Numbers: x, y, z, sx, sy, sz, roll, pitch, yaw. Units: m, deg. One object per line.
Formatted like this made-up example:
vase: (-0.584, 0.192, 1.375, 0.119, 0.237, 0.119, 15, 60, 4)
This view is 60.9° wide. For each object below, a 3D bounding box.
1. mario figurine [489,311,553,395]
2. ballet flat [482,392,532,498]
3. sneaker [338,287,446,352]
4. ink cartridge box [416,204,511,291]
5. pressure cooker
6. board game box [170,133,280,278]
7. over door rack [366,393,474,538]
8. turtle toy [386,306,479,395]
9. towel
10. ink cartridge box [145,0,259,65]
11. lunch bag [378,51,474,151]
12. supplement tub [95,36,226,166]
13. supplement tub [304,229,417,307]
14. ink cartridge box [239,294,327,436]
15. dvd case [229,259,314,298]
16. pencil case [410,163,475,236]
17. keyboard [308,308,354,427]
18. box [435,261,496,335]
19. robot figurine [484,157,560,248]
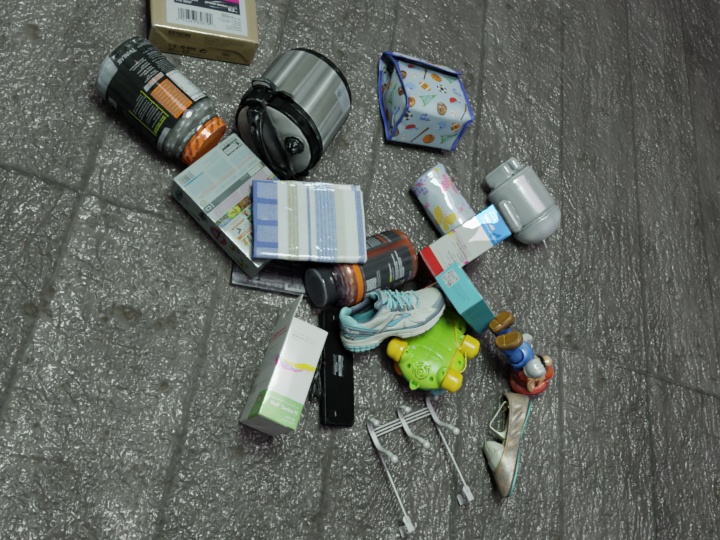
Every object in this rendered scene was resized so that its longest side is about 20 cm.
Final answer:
mario figurine: (0.323, 0.159, 1.169, 0.201, 0.105, 0.125, 51, 53, -38)
ballet flat: (0.267, 0.320, 1.146, 0.066, 0.068, 0.202, 21, 56, 4)
sneaker: (0.054, 0.070, 1.045, 0.197, 0.087, 0.078, -23, 39, -6)
ink cartridge box: (0.172, -0.036, 1.143, 0.198, 0.116, 0.068, -33, 87, 1)
pressure cooker: (-0.126, -0.274, 1.093, 0.175, 0.178, 0.202, 36, 59, -13)
board game box: (-0.201, -0.111, 1.046, 0.200, 0.064, 0.148, 46, 60, -1)
over door rack: (0.110, 0.330, 1.054, 0.146, 0.067, 0.203, -14, 78, -29)
turtle toy: (0.137, 0.140, 1.115, 0.144, 0.102, 0.201, 29, 56, 13)
towel: (-0.084, -0.082, 1.028, 0.196, 0.024, 0.150, 2, 68, -18)
ink cartridge box: (-0.297, -0.489, 1.148, 0.196, 0.075, 0.168, 0, 73, -26)
lunch bag: (0.131, -0.374, 1.295, 0.167, 0.124, 0.203, 7, 55, -24)
supplement tub: (-0.329, -0.278, 1.026, 0.200, 0.122, 0.123, 43, 59, -6)
supplement tub: (0.000, 0.000, 1.095, 0.198, 0.107, 0.109, -19, 81, -32)
ink cartridge box: (-0.116, 0.152, 0.977, 0.066, 0.117, 0.203, 26, 63, -16)
dvd case: (-0.150, -0.058, 1.097, 0.146, 0.016, 0.204, 11, 68, -21)
pencil case: (0.186, -0.118, 1.247, 0.201, 0.083, 0.090, 55, 39, 0)
keyboard: (-0.057, 0.166, 1.059, 0.103, 0.039, 0.204, 20, 60, -45)
box: (0.198, 0.056, 1.120, 0.049, 0.200, 0.083, -36, 65, 8)
robot figurine: (0.353, -0.141, 1.319, 0.169, 0.113, 0.201, -35, 89, -38)
